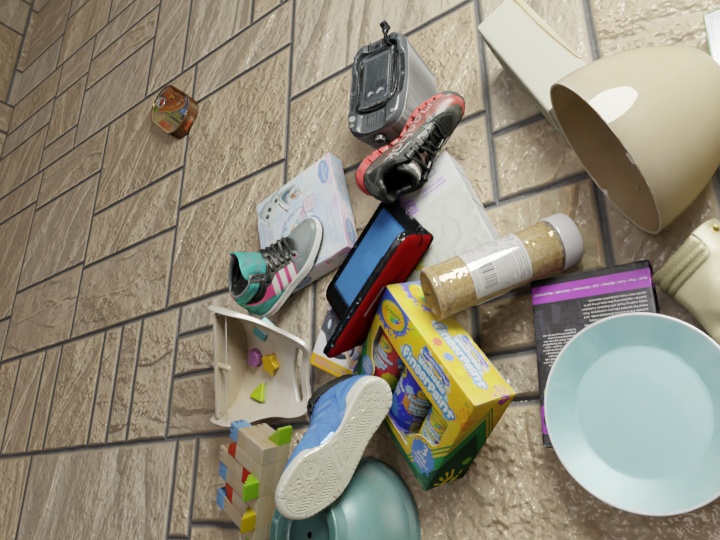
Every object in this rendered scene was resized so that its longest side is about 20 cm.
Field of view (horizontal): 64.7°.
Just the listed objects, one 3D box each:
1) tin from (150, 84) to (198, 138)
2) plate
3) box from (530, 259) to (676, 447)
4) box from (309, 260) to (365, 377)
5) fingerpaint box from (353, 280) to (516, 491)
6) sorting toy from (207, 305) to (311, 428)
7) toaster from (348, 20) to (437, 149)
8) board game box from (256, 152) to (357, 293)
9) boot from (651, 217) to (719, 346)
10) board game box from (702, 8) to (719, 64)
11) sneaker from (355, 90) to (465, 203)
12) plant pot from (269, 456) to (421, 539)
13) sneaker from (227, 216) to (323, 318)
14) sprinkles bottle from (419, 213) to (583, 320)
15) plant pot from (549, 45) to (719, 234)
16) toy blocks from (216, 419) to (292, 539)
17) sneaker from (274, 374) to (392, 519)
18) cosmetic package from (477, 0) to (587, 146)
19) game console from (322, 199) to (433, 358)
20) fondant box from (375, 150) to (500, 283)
[{"bbox_3d":[-0.488,-0.414,1.487,0.199,0.042,0.113,37,94,42],"label":"tin"},{"bbox_3d":[0.292,0.146,0.593,0.197,0.025,0.205,-15,65,33],"label":"plate"},{"bbox_3d":[0.277,0.100,0.662,0.141,0.036,0.205,-12,65,35],"label":"box"},{"bbox_3d":[0.000,0.072,0.897,0.118,0.041,0.204,15,86,42],"label":"box"},{"bbox_3d":[0.082,0.143,0.734,0.201,0.072,0.169,54,138,38],"label":"fingerpaint box"},{"bbox_3d":[-0.157,0.162,0.944,0.177,0.106,0.205,8,102,31],"label":"sorting toy"},{"bbox_3d":[0.057,-0.282,0.925,0.112,0.128,0.205,-11,67,35],"label":"toaster"},{"bbox_3d":[-0.102,-0.078,1.034,0.197,0.043,0.204,-30,57,30],"label":"board game box"},{"bbox_3d":[0.415,-0.005,0.562,0.200,0.072,0.157,-47,53,23],"label":"boot"},{"bbox_3d":[0.493,-0.243,0.611,0.197,0.040,0.157,-11,67,36],"label":"board game box"},{"bbox_3d":[0.083,-0.172,0.822,0.200,0.071,0.098,-43,35,8],"label":"sneaker"},{"bbox_3d":[-0.037,0.352,0.758,0.197,0.133,0.205,-16,63,34],"label":"plant pot"},{"bbox_3d":[-0.155,-0.017,0.946,0.084,0.120,0.202,44,104,39],"label":"sneaker"},{"bbox_3d":[0.173,-0.006,0.701,0.196,0.069,0.069,-21,55,-8],"label":"sprinkles bottle"},{"bbox_3d":[0.323,-0.162,0.626,0.133,0.200,0.202,-34,54,12],"label":"plant pot"},{"bbox_3d":[-0.177,0.322,0.907,0.135,0.099,0.205,18,104,47],"label":"toy blocks"},{"bbox_3d":[-0.046,0.220,0.740,0.201,0.077,0.111,-54,16,-18],"label":"sneaker"},{"bbox_3d":[0.251,-0.277,0.782,0.073,0.103,0.202,-39,54,20],"label":"cosmetic package"},{"bbox_3d":[0.000,0.000,0.810,0.118,0.172,0.202,38,108,17],"label":"game console"},{"bbox_3d":[0.117,-0.052,0.836,0.143,0.058,0.203,-37,53,23],"label":"fondant box"}]
